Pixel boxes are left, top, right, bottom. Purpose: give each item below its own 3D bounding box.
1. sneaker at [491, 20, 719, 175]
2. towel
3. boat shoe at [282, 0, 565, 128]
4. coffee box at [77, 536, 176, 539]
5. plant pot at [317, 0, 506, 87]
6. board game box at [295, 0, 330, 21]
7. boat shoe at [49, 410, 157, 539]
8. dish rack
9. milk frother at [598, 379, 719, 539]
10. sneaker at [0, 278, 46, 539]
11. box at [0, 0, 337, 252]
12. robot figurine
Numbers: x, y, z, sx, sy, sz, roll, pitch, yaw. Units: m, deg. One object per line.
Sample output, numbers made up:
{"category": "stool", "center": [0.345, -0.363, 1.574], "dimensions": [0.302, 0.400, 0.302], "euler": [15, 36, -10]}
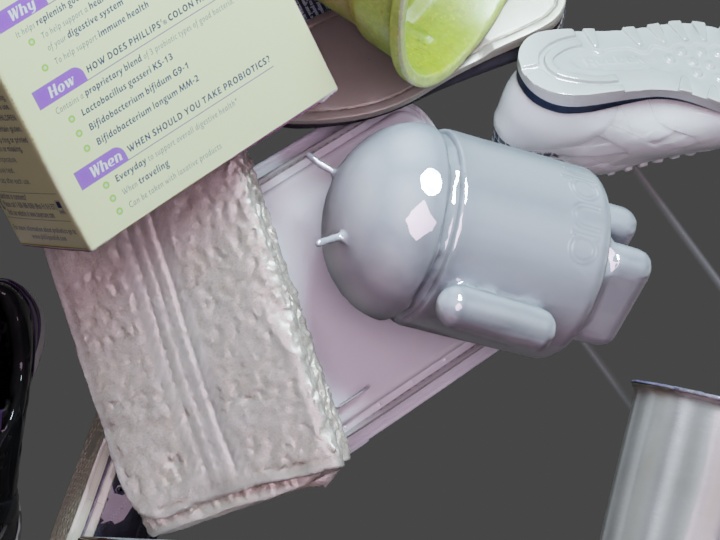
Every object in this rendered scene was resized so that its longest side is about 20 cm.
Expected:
{"category": "sneaker", "center": [0.174, -0.097, 1.781], "dimensions": [0.199, 0.077, 0.081], "euler": [2, 132, -20]}
{"category": "towel", "center": [-0.093, 0.040, 1.675], "dimensions": [0.132, 0.034, 0.201], "euler": [-18, 89, 12]}
{"category": "boat shoe", "center": [0.028, -0.123, 1.764], "dimensions": [0.199, 0.063, 0.073], "euler": [-21, 68, -8]}
{"category": "coffee box", "center": [-0.061, 0.212, 1.696], "dimensions": [0.199, 0.080, 0.115], "euler": [5, 87, -33]}
{"category": "plant pot", "center": [-0.006, -0.231, 1.678], "dimensions": [0.184, 0.200, 0.201], "euler": [26, 85, 17]}
{"category": "board game box", "center": [-0.073, -0.225, 1.779], "dimensions": [0.135, 0.028, 0.201], "euler": [-28, 91, -5]}
{"category": "boat shoe", "center": [-0.119, 0.089, 1.741], "dimensions": [0.062, 0.075, 0.201], "euler": [23, 83, -14]}
{"category": "dish rack", "center": [0.000, 0.000, 1.736], "dimensions": [0.200, 0.044, 0.172], "euler": [-33, 90, -28]}
{"category": "milk frother", "center": [0.241, 0.182, 1.753], "dimensions": [0.200, 0.180, 0.189], "euler": [18, 85, -47]}
{"category": "sneaker", "center": [-0.229, 0.103, 1.722], "dimensions": [0.075, 0.088, 0.201], "euler": [7, 87, -5]}
{"category": "box", "center": [-0.141, -0.140, 1.605], "dimensions": [0.176, 0.097, 0.201], "euler": [-35, 109, -24]}
{"category": "robot figurine", "center": [0.062, -0.018, 1.682], "dimensions": [0.199, 0.170, 0.113], "euler": [14, 120, -21]}
